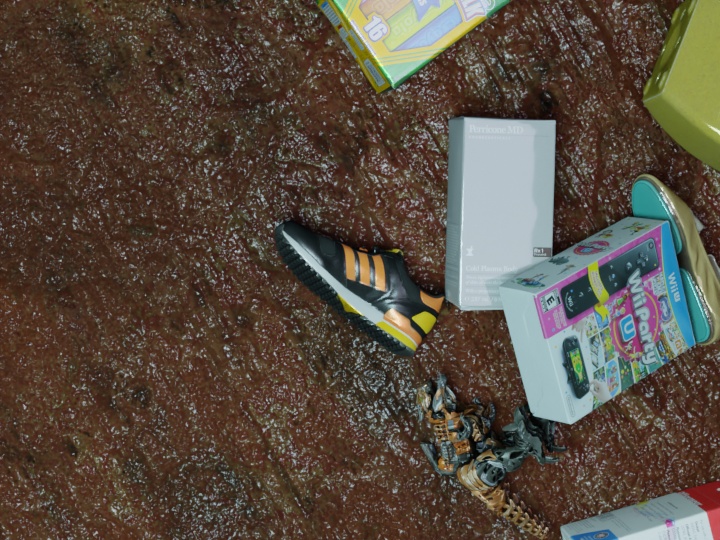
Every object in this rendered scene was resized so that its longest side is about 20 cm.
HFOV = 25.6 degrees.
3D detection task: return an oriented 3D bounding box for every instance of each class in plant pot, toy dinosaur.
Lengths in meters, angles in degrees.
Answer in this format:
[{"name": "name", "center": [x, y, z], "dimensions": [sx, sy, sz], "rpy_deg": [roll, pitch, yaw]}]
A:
[{"name": "plant pot", "center": [0.411, -0.197, 1.663], "dimensions": [0.198, 0.194, 0.197], "rpy_deg": [21, 91, -1]}, {"name": "toy dinosaur", "center": [0.144, 0.195, 1.714], "dimensions": [0.135, 0.102, 0.200], "rpy_deg": [-33, 112, 20]}]

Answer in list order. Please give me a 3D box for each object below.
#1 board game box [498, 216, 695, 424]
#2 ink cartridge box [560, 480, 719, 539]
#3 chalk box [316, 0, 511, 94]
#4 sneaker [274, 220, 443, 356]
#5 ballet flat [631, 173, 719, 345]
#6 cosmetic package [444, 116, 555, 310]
[{"name": "board game box", "center": [0.251, 0.049, 1.665], "dimensions": [0.199, 0.064, 0.149], "rpy_deg": [-27, 110, -32]}, {"name": "ink cartridge box", "center": [0.328, 0.291, 1.714], "dimensions": [0.198, 0.116, 0.068], "rpy_deg": [-15, 94, -4]}, {"name": "chalk box", "center": [0.071, -0.293, 1.648], "dimensions": [0.199, 0.124, 0.124], "rpy_deg": [-37, 97, -4]}, {"name": "sneaker", "center": [0.000, 0.000, 1.694], "dimensions": [0.200, 0.070, 0.090], "rpy_deg": [41, 74, -7]}, {"name": "ballet flat", "center": [0.354, -0.018, 1.734], "dimensions": [0.063, 0.068, 0.202], "rpy_deg": [-26, 99, -32]}, {"name": "cosmetic package", "center": [0.148, -0.063, 1.689], "dimensions": [0.106, 0.090, 0.202], "rpy_deg": [-1, 97, -8]}]
